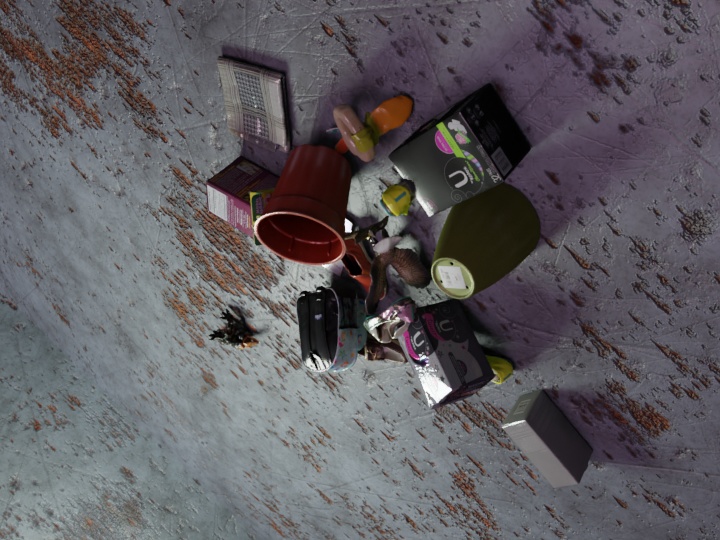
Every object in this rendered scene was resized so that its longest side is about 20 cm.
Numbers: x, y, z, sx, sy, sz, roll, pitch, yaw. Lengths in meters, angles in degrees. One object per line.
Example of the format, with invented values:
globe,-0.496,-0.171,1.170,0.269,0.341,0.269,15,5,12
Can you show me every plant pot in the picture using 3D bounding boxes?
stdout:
plant pot,-0.107,-0.147,1.594,0.197,0.198,0.202,11,151,6
plant pot,0.221,-0.041,1.430,0.185,0.200,0.189,23,138,23

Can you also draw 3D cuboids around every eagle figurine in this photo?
eagle figurine,0.062,-0.012,1.662,0.150,0.151,0.203,-12,106,35

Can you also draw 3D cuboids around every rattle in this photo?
rattle,0.012,-0.302,1.522,0.130,0.144,0.200,38,177,-2

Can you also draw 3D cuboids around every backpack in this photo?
backpack,-0.073,0.154,1.865,0.176,0.149,0.204,-15,70,46

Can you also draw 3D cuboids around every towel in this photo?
towel,-0.241,-0.368,1.676,0.190,0.035,0.202,22,137,25

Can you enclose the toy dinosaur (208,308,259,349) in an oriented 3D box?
toy dinosaur,-0.377,0.194,2.271,0.197,0.104,0.136,-14,139,31

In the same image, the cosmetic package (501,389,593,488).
cosmetic package,0.430,0.387,1.705,0.201,0.107,0.090,52,140,-7

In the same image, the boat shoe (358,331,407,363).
boat shoe,0.035,0.207,1.916,0.197,0.072,0.073,19,135,28

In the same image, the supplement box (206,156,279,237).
supplement box,-0.256,-0.167,1.792,0.198,0.131,0.104,30,140,18

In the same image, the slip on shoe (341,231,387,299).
slip on shoe,0.000,0.000,1.761,0.073,0.062,0.201,0,136,38

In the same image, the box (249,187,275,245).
box,-0.180,-0.128,1.682,0.048,0.199,0.120,6,106,35

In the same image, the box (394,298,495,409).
box,0.184,0.183,1.657,0.202,0.130,0.115,65,146,22

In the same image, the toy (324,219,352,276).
toy,-0.089,-0.067,1.799,0.114,0.047,0.202,33,140,14

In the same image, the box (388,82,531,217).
box,0.180,-0.216,1.370,0.199,0.124,0.150,-23,107,50

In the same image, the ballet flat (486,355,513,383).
ballet flat,0.259,0.223,1.738,0.197,0.067,0.068,9,131,36

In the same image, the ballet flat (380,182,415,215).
ballet flat,0.083,-0.148,1.502,0.067,0.200,0.067,-40,92,11

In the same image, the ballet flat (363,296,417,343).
ballet flat,0.064,0.120,1.659,0.200,0.068,0.072,-35,59,56
